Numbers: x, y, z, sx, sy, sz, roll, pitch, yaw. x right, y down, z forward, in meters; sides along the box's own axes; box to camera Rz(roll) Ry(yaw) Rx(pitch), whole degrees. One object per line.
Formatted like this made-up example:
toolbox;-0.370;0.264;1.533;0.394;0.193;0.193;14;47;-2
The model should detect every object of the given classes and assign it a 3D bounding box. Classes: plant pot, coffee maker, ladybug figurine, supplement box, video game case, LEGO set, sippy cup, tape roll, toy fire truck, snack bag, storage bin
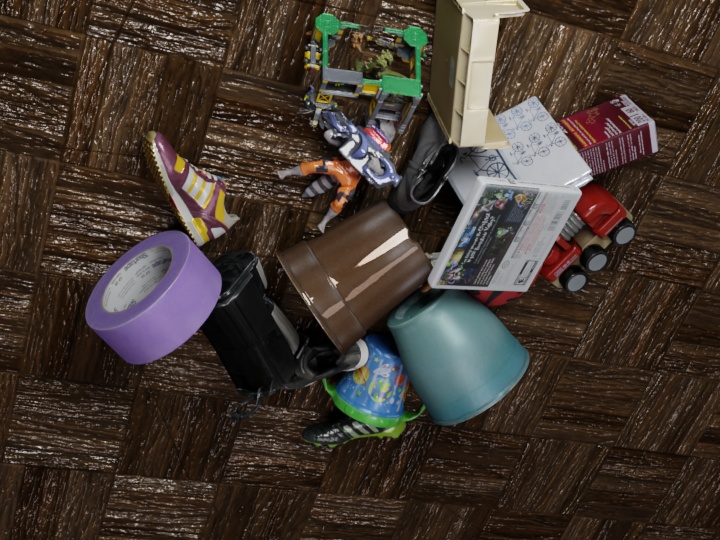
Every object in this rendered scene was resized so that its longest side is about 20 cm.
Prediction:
plant pot;0.149;0.121;1.645;0.200;0.200;0.188;-34;103;9
coffee maker;-0.188;0.099;1.583;0.134;0.193;0.201;-17;125;17
ladybug figurine;0.230;0.005;1.637;0.135;0.072;0.200;10;154;-6
supplement box;0.362;-0.204;1.581;0.199;0.109;0.061;-22;126;-1
video game case;0.215;-0.050;1.476;0.181;0.023;0.201;2;130;-27
LEGO set;0.003;-0.280;1.432;0.199;0.155;0.116;-2;157;-16
plant pot;0.000;0.000;1.578;0.198;0.200;0.201;-33;124;-1
sippy cup;0.032;0.189;1.741;0.177;0.140;0.131;8;109;-37
tape roll;-0.317;0.039;1.505;0.199;0.200;0.085;-34;124;8
toy fire truck;0.335;-0.087;1.656;0.176;0.129;0.200;-46;131;15
snack bag;0.229;-0.165;1.525;0.199;0.189;0.021;-27;146;1
storage bin;0.166;-0.304;1.413;0.093;0.199;0.201;-2;123;-8

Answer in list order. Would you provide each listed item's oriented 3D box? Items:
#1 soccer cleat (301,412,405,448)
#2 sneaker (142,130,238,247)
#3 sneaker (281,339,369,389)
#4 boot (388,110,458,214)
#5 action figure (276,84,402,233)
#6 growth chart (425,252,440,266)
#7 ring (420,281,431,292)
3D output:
soccer cleat;-0.013;0.279;1.827;0.199;0.068;0.082;-5;107;-14
sneaker;-0.257;-0.137;1.494;0.090;0.075;0.201;-32;126;-14
sneaker;-0.088;0.160;1.683;0.199;0.067;0.090;-20;170;29
boot;0.121;-0.176;1.481;0.070;0.132;0.201;26;78;-11
action figure;-0.034;-0.186;1.517;0.193;0.105;0.200;-36;91;7
growth chart;0.153;0.047;1.742;0.144;0.018;0.201;4;121;-17
ring;0.166;-0.040;1.589;0.019;0.200;0.201;38;109;-2
